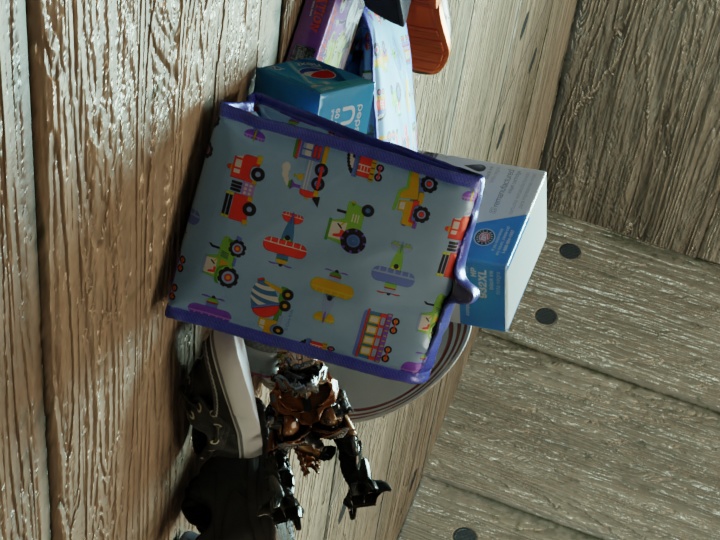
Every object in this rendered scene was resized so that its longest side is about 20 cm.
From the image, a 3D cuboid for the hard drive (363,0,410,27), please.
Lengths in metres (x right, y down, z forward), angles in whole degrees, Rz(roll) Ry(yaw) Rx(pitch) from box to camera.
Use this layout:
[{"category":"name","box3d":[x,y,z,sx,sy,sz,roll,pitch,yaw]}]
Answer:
[{"category":"hard drive","box3d":[0.033,-0.309,1.508,0.135,0.042,0.202,75,26,-68]}]

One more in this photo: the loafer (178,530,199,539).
[{"category":"loafer","box3d":[-0.156,0.313,1.605,0.072,0.062,0.201,94,16,-58]}]

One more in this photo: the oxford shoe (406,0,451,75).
[{"category":"oxford shoe","box3d":[0.059,-0.253,1.799,0.200,0.071,0.074,89,17,-64]}]

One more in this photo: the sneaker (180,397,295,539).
[{"category":"sneaker","box3d":[-0.107,0.177,1.626,0.201,0.090,0.077,-99,173,-62]}]

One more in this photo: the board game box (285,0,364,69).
[{"category":"board game box","box3d":[-0.039,-0.151,1.523,0.120,0.032,0.202,19,89,-78]}]

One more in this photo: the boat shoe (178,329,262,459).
[{"category":"boat shoe","box3d":[-0.109,0.101,1.477,0.200,0.056,0.069,88,-10,-64]}]

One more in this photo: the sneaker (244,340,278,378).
[{"category":"sneaker","box3d":[-0.055,0.019,1.609,0.088,0.073,0.200,-69,169,23]}]

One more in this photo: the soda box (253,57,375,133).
[{"category":"soda box","box3d":[-0.048,-0.050,1.432,0.068,0.064,0.202,-19,125,-50]}]

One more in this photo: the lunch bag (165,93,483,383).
[{"category":"lunch bag","box3d":[-0.013,-0.017,1.321,0.094,0.198,0.152,-39,147,-74]}]

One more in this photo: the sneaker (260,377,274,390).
[{"category":"sneaker","box3d":[-0.063,0.076,1.714,0.082,0.075,0.200,-64,173,11]}]

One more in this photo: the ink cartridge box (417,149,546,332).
[{"category":"ink cartridge box","box3d":[0.061,-0.036,1.797,0.146,0.198,0.084,-63,157,-43]}]

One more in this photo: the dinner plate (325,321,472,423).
[{"category":"dinner plate","box3d":[0.015,0.072,1.806,0.024,0.198,0.201,62,38,-36]}]

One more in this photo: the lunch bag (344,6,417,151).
[{"category":"lunch bag","box3d":[0.007,-0.147,1.669,0.150,0.093,0.202,-32,130,-73]}]

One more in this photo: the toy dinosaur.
[{"category":"toy dinosaur","box3d":[-0.035,0.126,1.534,0.200,0.101,0.137,43,31,-62]}]
